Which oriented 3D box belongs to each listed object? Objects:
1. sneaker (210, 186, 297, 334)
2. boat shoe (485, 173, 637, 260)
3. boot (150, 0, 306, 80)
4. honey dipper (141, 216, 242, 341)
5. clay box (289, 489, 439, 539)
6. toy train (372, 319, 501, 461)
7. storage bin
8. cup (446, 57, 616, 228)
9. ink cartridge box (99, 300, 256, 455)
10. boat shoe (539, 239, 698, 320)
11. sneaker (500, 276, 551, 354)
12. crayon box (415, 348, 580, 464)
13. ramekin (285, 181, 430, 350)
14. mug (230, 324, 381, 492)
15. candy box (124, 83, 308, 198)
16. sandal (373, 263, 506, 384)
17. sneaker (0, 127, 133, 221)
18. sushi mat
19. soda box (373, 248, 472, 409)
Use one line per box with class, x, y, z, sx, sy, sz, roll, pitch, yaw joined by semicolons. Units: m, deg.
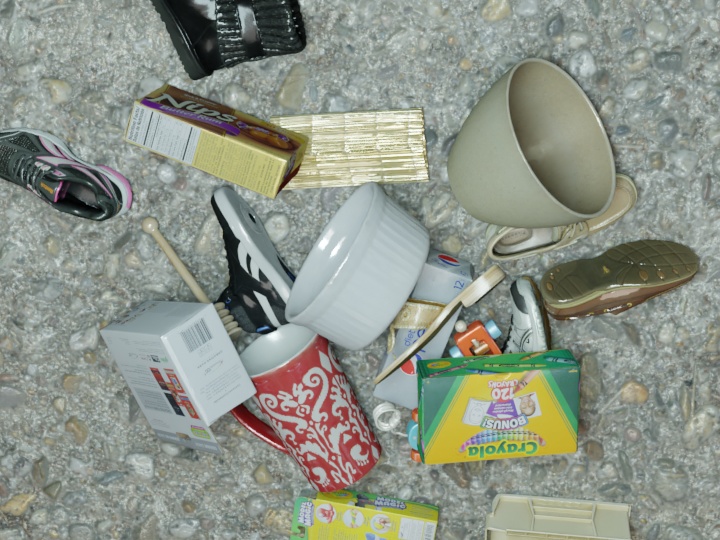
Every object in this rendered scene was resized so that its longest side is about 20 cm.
sneaker;-0.161;0.000;1.645;0.111;0.073;0.201;-30;104;16
boat shoe;0.250;-0.060;1.580;0.198;0.065;0.073;-19;107;13
boot;-0.165;-0.340;1.518;0.156;0.080;0.212;-15;118;19
honey dipper;-0.221;0.009;1.642;0.038;0.038;0.201;-40;75;18
clay box;0.003;0.370;1.772;0.198;0.048;0.116;11;111;4
toy train;0.116;0.151;1.630;0.200;0.056;0.150;-39;110;8
storage bin;0.264;0.422;1.738;0.196;0.094;0.202;4;110;6
cup;0.188;-0.131;1.514;0.143;0.200;0.201;-26;107;41
ink cartridge box;-0.228;0.135;1.636;0.084;0.199;0.177;-34;108;-29
boat shoe;0.325;0.016;1.605;0.198;0.072;0.068;-14;141;3
sneaker;0.205;0.109;1.642;0.087;0.076;0.202;-8;105;17
crayon box;0.169;0.169;1.582;0.198;0.058;0.120;-4;111;-6
ramekin;0.000;0.000;1.566;0.097;0.201;0.201;32;110;-14
mug;-0.074;0.179;1.691;0.133;0.177;0.201;-40;111;-27
candy box;-0.174;-0.161;1.558;0.198;0.117;0.057;23;112;4
sandal;0.080;0.048;1.578;0.211;0.078;0.070;-41;83;11
sneaker;-0.391;-0.120;1.621;0.198;0.086;0.081;18;109;0
sushi mat;-0.014;-0.153;1.605;0.198;0.012;0.097;-2;111;8
soda box;0.080;0.077;1.650;0.068;0.064;0.202;19;111;-2
